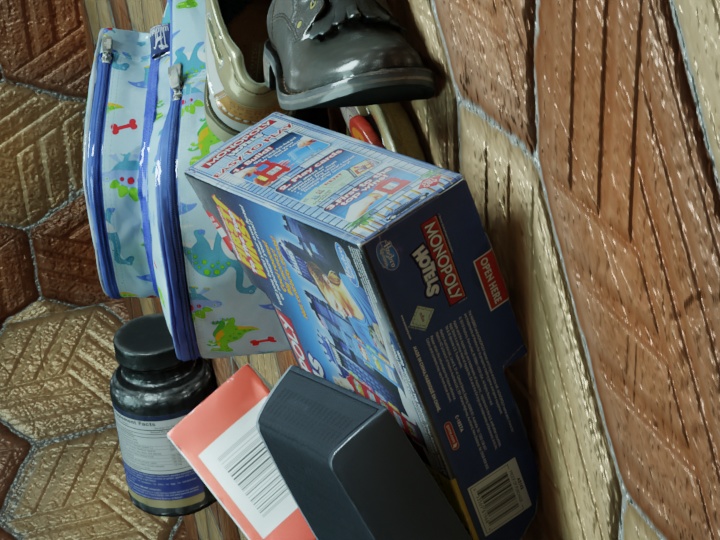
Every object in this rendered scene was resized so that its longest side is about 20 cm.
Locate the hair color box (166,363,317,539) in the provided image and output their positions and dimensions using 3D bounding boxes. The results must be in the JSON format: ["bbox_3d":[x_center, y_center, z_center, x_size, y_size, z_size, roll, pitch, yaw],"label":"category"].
[{"bbox_3d":[-0.019,0.141,1.508,0.111,0.064,0.200,49,180,31],"label":"hair color box"}]

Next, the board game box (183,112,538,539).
[{"bbox_3d":[0.001,0.012,1.329,0.200,0.062,0.200,37,155,50],"label":"board game box"}]

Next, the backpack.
[{"bbox_3d":[-0.088,-0.048,1.639,0.200,0.147,0.183,-95,-1,-49],"label":"backpack"}]

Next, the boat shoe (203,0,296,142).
[{"bbox_3d":[-0.052,-0.171,1.538,0.068,0.075,0.200,114,156,-67],"label":"boat shoe"}]

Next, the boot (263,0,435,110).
[{"bbox_3d":[-0.018,-0.173,1.388,0.200,0.069,0.174,-148,55,-69],"label":"boot"}]

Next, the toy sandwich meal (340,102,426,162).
[{"bbox_3d":[0.000,0.000,1.478,0.205,0.070,0.206,168,90,-82],"label":"toy sandwich meal"}]

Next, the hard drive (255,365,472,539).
[{"bbox_3d":[0.025,0.143,1.328,0.200,0.042,0.135,59,165,-19],"label":"hard drive"}]

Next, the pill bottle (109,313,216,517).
[{"bbox_3d":[-0.205,0.152,2.944,0.112,0.112,0.200,-116,17,-60],"label":"pill bottle"}]
